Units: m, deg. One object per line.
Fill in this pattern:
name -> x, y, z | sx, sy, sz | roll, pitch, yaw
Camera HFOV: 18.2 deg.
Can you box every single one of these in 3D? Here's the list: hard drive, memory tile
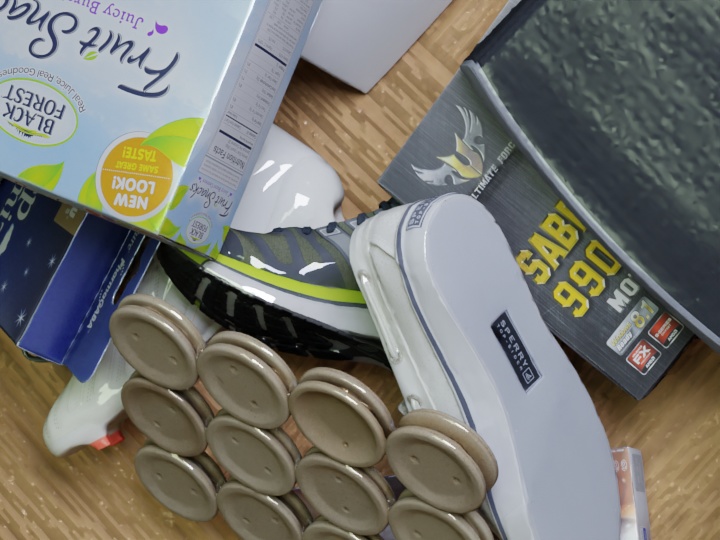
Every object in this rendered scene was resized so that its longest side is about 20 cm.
hard drive -> 0.145, -0.056, 0.947 | 0.200, 0.042, 0.135 | 47, 109, 6
memory tile -> -0.026, 0.090, 1.030 | 0.199, 0.154, 0.017 | 22, 52, 24

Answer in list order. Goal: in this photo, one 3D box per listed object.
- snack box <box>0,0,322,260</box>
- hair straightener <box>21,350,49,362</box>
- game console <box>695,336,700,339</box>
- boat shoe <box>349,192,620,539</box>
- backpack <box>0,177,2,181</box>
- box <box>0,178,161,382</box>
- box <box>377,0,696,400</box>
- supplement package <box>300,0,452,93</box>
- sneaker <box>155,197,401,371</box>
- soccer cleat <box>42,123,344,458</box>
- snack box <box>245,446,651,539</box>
snack box -> -0.108, -0.128, 1.028 | 0.168, 0.068, 0.201 | 21, 89, 24
hair straightener -> -0.123, -0.042, 1.142 | 0.041, 0.077, 0.201 | 28, 92, -2
game console -> 0.190, -0.058, 1.020 | 0.199, 0.031, 0.178 | -2, 97, 21
boat shoe -> 0.052, 0.060, 1.010 | 0.070, 0.071, 0.201 | -8, 115, 46
backpack -> -0.250, -0.113, 1.164 | 0.163, 0.153, 0.201 | -40, 31, 30
box -> -0.152, -0.030, 1.118 | 0.122, 0.032, 0.200 | -63, 31, 3
box -> 0.128, -0.069, 1.000 | 0.158, 0.048, 0.200 | 40, 108, 9
supplement package -> -0.041, -0.205, 1.115 | 0.117, 0.117, 0.200 | -46, 68, 9
sneaker -> 0.000, 0.000, 1.074 | 0.199, 0.074, 0.081 | 15, 71, -6
soccer cleat -> -0.092, 0.011, 1.125 | 0.200, 0.069, 0.078 | -44, 87, 2
snack box -> 0.040, 0.132, 1.077 | 0.199, 0.024, 0.072 | -9, 80, 20
